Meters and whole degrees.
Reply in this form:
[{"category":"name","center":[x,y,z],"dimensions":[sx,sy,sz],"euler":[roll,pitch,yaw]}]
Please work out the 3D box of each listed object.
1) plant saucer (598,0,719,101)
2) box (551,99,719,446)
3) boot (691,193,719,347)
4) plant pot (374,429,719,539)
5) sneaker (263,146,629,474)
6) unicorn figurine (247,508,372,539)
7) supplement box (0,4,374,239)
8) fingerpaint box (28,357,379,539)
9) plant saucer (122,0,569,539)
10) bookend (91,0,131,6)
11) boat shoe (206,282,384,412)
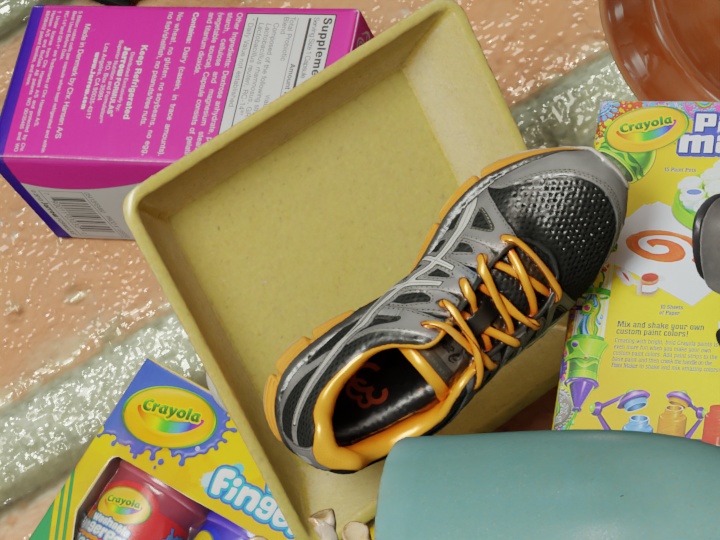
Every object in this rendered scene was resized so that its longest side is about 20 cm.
[{"category":"plant saucer","center":[0.215,-0.125,1.101],"dimensions":[0.199,0.201,0.032],"euler":[15,46,25]},{"category":"box","center":[0.210,0.029,1.062],"dimensions":[0.199,0.122,0.194],"euler":[3,66,21]},{"category":"boot","center":[0.221,0.049,0.930],"dimensions":[0.131,0.070,0.201],"euler":[-21,85,53]},{"category":"plant pot","center":[0.109,0.158,0.936],"dimensions":[0.160,0.201,0.202],"euler":[-10,63,13]},{"category":"sneaker","center":[0.045,0.024,1.002],"dimensions":[0.200,0.078,0.077],"euler":[-43,16,4]},{"category":"unicorn figurine","center":[0.000,0.176,0.983],"dimensions":[0.074,0.200,0.138],"euler":[-21,94,9]},{"category":"supplement box","center":[-0.086,-0.078,1.227],"dimensions":[0.199,0.101,0.104],"euler":[4,66,20]},{"category":"fingerpaint box","center":[-0.066,0.163,1.120],"dimensions":[0.199,0.073,0.167],"euler":[27,77,27]},{"category":"plant saucer","center":[0.000,0.000,1.078],"dimensions":[0.200,0.201,0.048],"euler":[-33,19,-21]},{"category":"bookend","center":[-0.211,-0.206,1.322],"dimensions":[0.200,0.198,0.093],"euler":[-32,45,56]},{"category":"boat shoe","center":[0.001,0.016,1.151],"dimensions":[0.200,0.070,0.071],"euler":[-27,28,-22]}]
